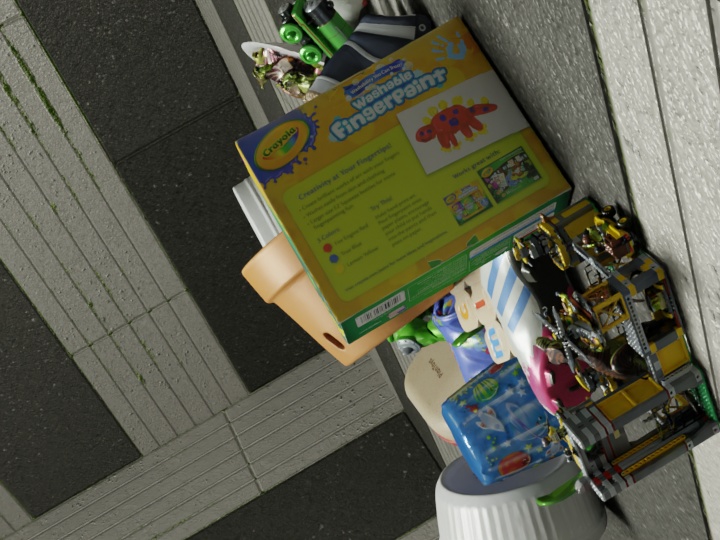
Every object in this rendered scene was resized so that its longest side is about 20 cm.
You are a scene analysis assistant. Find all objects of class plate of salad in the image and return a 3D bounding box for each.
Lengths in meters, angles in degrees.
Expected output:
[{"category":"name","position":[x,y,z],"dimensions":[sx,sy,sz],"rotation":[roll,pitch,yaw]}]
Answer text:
[{"category":"plate of salad","position":[-0.037,-0.189,1.309],"dimensions":[0.198,0.048,0.200],"rotation":[22,179,0]}]

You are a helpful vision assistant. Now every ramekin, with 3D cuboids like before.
[{"category":"ramekin","position":[0.176,0.264,1.427],"dimensions":[0.202,0.200,0.095],"rotation":[-139,31,-75]}]

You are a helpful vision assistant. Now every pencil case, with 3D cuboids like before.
[{"category":"pencil case","position":[0.149,0.108,1.411],"dimensions":[0.201,0.086,0.078],"rotation":[63,-164,-17]}]

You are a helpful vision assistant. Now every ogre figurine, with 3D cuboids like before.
[{"category":"ogre figurine","position":[0.075,0.034,1.541],"dimensions":[0.201,0.119,0.098],"rotation":[58,174,27]}]

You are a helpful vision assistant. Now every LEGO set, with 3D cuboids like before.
[{"category":"LEGO set","position":[0.157,0.061,0.875],"dimensions":[0.154,0.115,0.201],"rotation":[54,172,52]}]

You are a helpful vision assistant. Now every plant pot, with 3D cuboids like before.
[{"category":"plant pot","position":[0.000,0.000,1.244],"dimensions":[0.141,0.199,0.200],"rotation":[55,175,2]}]

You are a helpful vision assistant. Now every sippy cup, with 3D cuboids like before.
[{"category":"sippy cup","position":[0.158,0.149,1.283],"dimensions":[0.179,0.129,0.140],"rotation":[58,174,32]}]

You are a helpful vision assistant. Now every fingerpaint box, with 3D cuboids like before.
[{"category":"fingerpaint box","position":[0.032,-0.069,0.952],"dimensions":[0.168,0.199,0.073],"rotation":[58,175,16]}]

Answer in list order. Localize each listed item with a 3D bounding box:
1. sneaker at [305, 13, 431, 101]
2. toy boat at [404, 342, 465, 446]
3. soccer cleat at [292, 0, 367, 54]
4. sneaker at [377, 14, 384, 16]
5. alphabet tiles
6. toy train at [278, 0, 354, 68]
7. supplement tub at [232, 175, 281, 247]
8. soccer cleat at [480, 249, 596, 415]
[{"category":"sneaker","position":[0.064,-0.142,1.061],"dimensions":[0.199,0.109,0.070],"rotation":[30,170,2]},{"category":"toy boat","position":[0.151,0.162,1.649],"dimensions":[0.130,0.131,0.200],"rotation":[30,-171,-23]},{"category":"soccer cleat","position":[-0.030,-0.245,1.290],"dimensions":[0.070,0.077,0.200],"rotation":[59,175,18]},{"category":"sneaker","position":[0.056,-0.139,1.134],"dimensions":[0.091,0.076,0.202],"rotation":[0,116,60]},{"category":"alphabet tiles","position":[0.116,-0.013,1.185],"dimensions":[0.196,0.014,0.202],"rotation":[140,112,-70]},{"category":"toy train","position":[0.000,-0.187,1.183],"dimensions":[0.200,0.056,0.042],"rotation":[44,-139,-31]},{"category":"supplement tub","position":[-0.046,-0.097,1.573],"dimensions":[0.133,0.199,0.132],"rotation":[59,175,9]},{"category":"soccer cleat","position":[0.147,0.029,1.057],"dimensions":[0.086,0.069,0.202],"rotation":[21,134,56]}]
